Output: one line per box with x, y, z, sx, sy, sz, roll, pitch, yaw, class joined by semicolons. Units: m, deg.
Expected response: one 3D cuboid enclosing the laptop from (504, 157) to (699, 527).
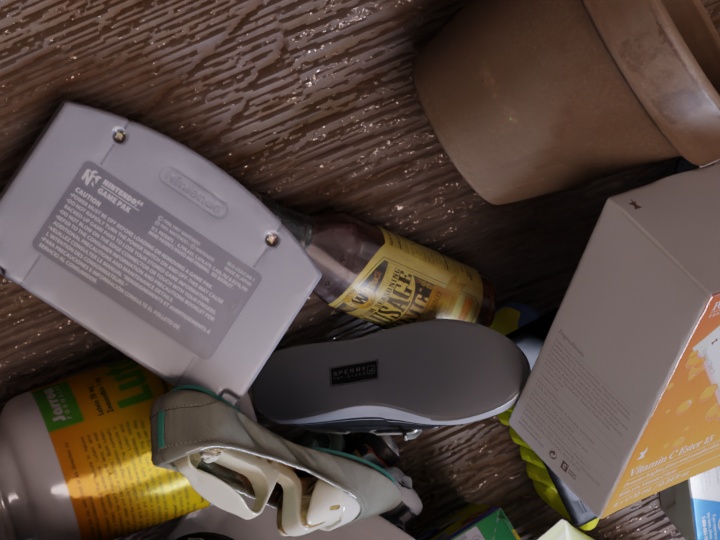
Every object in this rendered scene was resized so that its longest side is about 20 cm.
0.195;0.046;1.654;0.200;0.116;0.187;-28;125;0;laptop

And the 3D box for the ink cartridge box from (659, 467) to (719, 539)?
0.328;0.125;1.775;0.200;0.067;0.116;-20;125;-12;ink cartridge box

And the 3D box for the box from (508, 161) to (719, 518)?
0.197;0.043;1.476;0.124;0.097;0.200;-18;142;-37;box

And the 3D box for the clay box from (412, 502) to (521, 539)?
0.051;0.215;1.660;0.115;0.200;0.048;-32;89;-7;clay box

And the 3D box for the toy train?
-0.044;0.197;1.627;0.200;0.114;0.085;-40;126;2;toy train

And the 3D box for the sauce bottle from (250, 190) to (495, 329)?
0.000;0.000;1.564;0.200;0.066;0.066;21;108;-31;sauce bottle

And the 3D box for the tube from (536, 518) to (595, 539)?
0.179;0.235;1.758;0.200;0.052;0.058;27;76;-47;tube

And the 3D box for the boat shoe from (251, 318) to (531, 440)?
0.028;0.082;1.573;0.199;0.074;0.068;-11;158;22;boat shoe

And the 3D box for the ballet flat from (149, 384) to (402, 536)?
-0.055;0.137;1.477;0.200;0.064;0.067;29;138;-34;ballet flat

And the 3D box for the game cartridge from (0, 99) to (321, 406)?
-0.132;-0.013;1.465;0.200;0.040;0.133;35;90;-12;game cartridge

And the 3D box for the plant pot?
0.134;-0.129;1.487;0.174;0.200;0.200;-30;127;16;plant pot

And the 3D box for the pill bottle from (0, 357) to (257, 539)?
-0.172;0.123;1.530;0.200;0.111;0.111;-18;124;-13;pill bottle

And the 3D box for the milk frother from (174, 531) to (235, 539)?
-0.168;0.279;1.490;0.180;0.201;0.188;-13;172;30;milk frother

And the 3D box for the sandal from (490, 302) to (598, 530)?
0.147;0.093;1.682;0.087;0.079;0.200;-41;130;-18;sandal

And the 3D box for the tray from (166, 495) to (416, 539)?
-0.033;0.200;1.557;0.107;0.200;0.022;-55;151;-9;tray
